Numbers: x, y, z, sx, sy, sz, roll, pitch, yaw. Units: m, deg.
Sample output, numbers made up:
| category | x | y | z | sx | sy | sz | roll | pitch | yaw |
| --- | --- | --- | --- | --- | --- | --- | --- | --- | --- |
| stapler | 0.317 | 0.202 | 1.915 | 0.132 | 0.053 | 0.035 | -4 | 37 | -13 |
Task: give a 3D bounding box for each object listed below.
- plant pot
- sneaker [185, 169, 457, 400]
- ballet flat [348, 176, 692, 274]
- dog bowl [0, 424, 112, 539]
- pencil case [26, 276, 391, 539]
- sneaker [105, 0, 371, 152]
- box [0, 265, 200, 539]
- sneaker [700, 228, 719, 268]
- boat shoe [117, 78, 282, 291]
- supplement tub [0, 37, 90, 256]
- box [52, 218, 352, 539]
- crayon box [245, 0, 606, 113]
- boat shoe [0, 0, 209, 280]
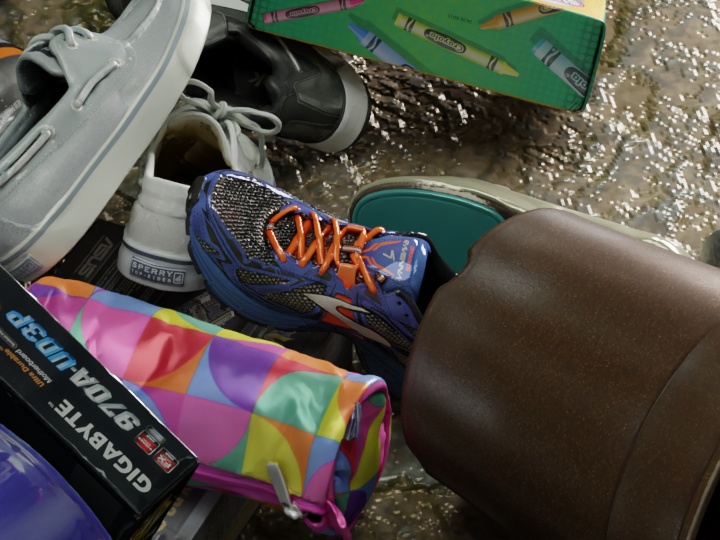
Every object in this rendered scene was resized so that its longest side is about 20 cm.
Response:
| category | x | y | z | sx | sy | sz | roll | pitch | yaw |
| --- | --- | --- | --- | --- | --- | --- | --- | --- | --- |
| plant pot | 0.139 | 0.075 | 1.338 | 0.198 | 0.201 | 0.200 | 27 | 51 | 37 |
| sneaker | 0.000 | 0.000 | 1.416 | 0.199 | 0.078 | 0.076 | 27 | 53 | -21 |
| ballet flat | 0.093 | -0.012 | 1.512 | 0.199 | 0.070 | 0.070 | 17 | 48 | 15 |
| dog bowl | -0.185 | 0.155 | 1.250 | 0.199 | 0.201 | 0.079 | 29 | 50 | 27 |
| pencil case | -0.080 | 0.066 | 1.351 | 0.199 | 0.089 | 0.089 | 17 | 48 | 18 |
| sneaker | -0.088 | -0.134 | 1.606 | 0.200 | 0.067 | 0.090 | 35 | 19 | 30 |
| box | -0.170 | 0.089 | 1.283 | 0.159 | 0.200 | 0.046 | 44 | 54 | 6 |
| sneaker | 0.237 | -0.004 | 1.414 | 0.079 | 0.200 | 0.079 | -19 | 85 | -13 |
| boat shoe | -0.086 | -0.062 | 1.496 | 0.074 | 0.087 | 0.202 | 14 | 21 | 7 |
| supplement tub | -0.241 | -0.083 | 1.542 | 0.199 | 0.123 | 0.122 | 29 | 53 | 26 |
| box | -0.116 | 0.072 | 1.436 | 0.158 | 0.049 | 0.200 | 19 | 48 | 18 |
| crayon box | 0.043 | -0.157 | 1.599 | 0.199 | 0.059 | 0.119 | 15 | 21 | 2 |
| boat shoe | -0.145 | -0.089 | 1.429 | 0.070 | 0.071 | 0.201 | -21 | 33 | 50 |
